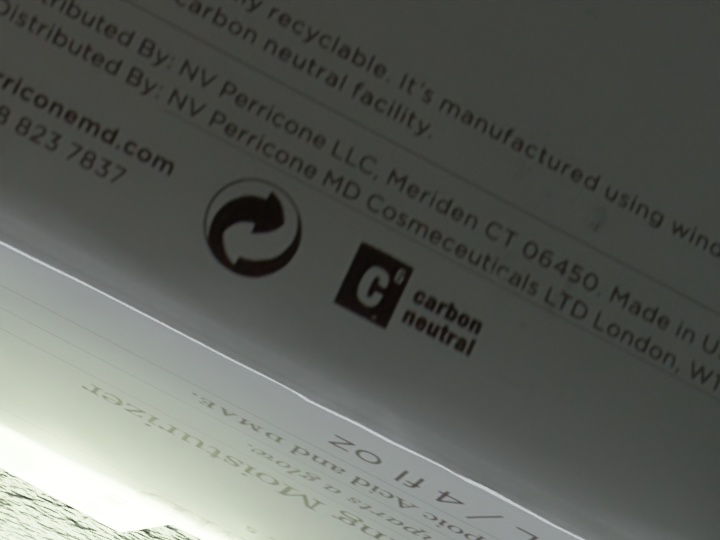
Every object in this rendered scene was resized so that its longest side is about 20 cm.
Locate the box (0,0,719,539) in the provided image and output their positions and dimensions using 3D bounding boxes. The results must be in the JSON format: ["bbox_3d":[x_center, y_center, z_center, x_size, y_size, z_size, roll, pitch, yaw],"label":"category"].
[{"bbox_3d":[0.016,-0.044,0.605,0.198,0.201,0.131,27,161,-7],"label":"box"}]

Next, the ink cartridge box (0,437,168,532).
[{"bbox_3d":[-0.133,0.059,1.321,0.161,0.050,0.200,31,163,-17],"label":"ink cartridge box"}]
